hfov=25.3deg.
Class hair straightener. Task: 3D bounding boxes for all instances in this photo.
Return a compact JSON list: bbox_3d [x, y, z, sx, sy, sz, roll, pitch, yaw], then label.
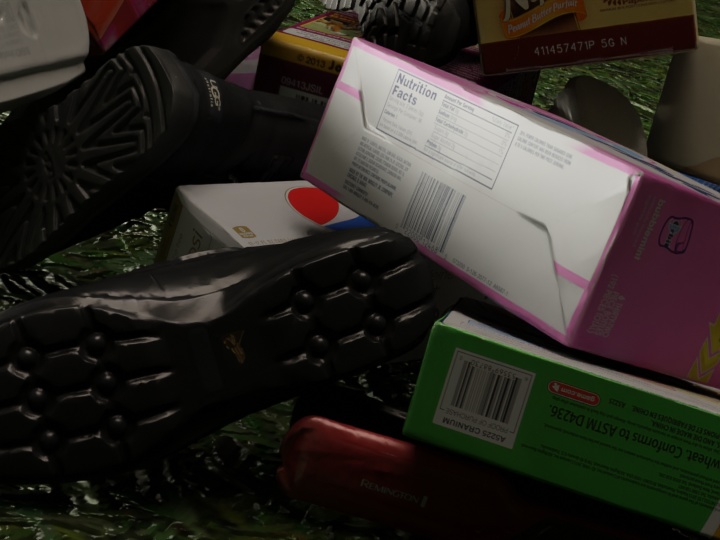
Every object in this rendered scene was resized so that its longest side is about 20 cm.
[{"bbox_3d":[0.068,0.080,0.619,0.198,0.041,0.077,12,19,-1],"label":"hair straightener"}]

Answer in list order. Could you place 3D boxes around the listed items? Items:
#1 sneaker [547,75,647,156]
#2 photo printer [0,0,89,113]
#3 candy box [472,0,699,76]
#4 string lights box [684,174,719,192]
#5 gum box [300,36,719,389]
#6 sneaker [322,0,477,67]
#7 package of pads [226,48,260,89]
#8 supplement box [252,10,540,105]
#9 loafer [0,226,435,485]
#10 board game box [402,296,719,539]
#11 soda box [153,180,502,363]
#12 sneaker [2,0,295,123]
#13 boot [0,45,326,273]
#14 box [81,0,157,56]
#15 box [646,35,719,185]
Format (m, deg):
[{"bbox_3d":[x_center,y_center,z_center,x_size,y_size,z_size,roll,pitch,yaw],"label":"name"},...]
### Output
[{"bbox_3d":[0.115,-0.013,0.875,0.075,0.089,0.201,28,41,-17],"label":"sneaker"},{"bbox_3d":[-0.244,-0.078,0.712,0.199,0.070,0.166,-14,8,30],"label":"photo printer"},{"bbox_3d":[0.132,-0.155,0.922,0.115,0.056,0.200,-5,12,12],"label":"candy box"},{"bbox_3d":[0.195,-0.031,0.990,0.199,0.059,0.103,20,20,20],"label":"string lights box"},{"bbox_3d":[0.073,-0.026,0.642,0.113,0.067,0.200,16,12,-37],"label":"gum box"},{"bbox_3d":[0.045,-0.158,0.919,0.087,0.076,0.200,13,19,-19],"label":"sneaker"},{"bbox_3d":[-0.169,-0.152,1.068,0.120,0.076,0.199,27,24,36],"label":"package of pads"},{"bbox_3d":[0.022,-0.093,0.982,0.130,0.104,0.200,17,20,14],"label":"supplement box"},{"bbox_3d":[-0.070,0.031,0.593,0.199,0.069,0.070,-16,4,-15],"label":"loafer"},{"bbox_3d":[0.100,0.056,0.617,0.152,0.041,0.200,18,3,6],"label":"board game box"},{"bbox_3d":[0.000,0.000,0.750,0.199,0.068,0.064,-5,34,-43],"label":"soda box"},{"bbox_3d":[-0.126,-0.105,0.888,0.076,0.200,0.114,46,-16,-15],"label":"sneaker"},{"bbox_3d":[-0.079,-0.036,0.784,0.164,0.066,0.199,-24,-18,32],"label":"boot"},{"bbox_3d":[-0.175,-0.176,0.860,0.100,0.096,0.199,-49,28,-23],"label":"box"},{"bbox_3d":[0.245,-0.070,0.858,0.094,0.078,0.200,15,8,-20],"label":"box"}]
